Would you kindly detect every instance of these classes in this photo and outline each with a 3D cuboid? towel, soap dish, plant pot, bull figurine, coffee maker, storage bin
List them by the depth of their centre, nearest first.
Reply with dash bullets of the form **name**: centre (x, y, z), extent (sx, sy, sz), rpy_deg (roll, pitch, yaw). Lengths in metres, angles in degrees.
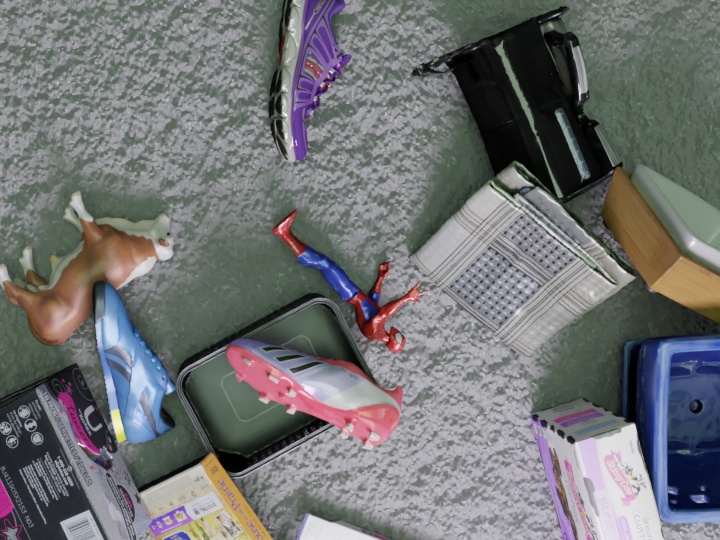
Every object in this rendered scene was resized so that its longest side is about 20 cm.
- **bull figurine**: centre (-0.302, -0.011, 1.449), extent (0.200, 0.065, 0.121), rpy_deg (-44, 93, -5)
- **soap dish**: centre (0.367, -0.021, 1.456), extent (0.199, 0.158, 0.081), rpy_deg (24, 118, -37)
- **towel**: centre (0.176, -0.005, 1.460), extent (0.192, 0.035, 0.200), rpy_deg (41, 131, -6)
- **storage bin**: centre (-0.095, 0.126, 1.464), extent (0.199, 0.094, 0.136), rpy_deg (-28, 95, -6)
- **coffee maker**: centre (0.177, -0.167, 1.470), extent (0.191, 0.135, 0.202), rpy_deg (-22, 95, -1)
- **plant pot**: centre (0.398, 0.166, 1.480), extent (0.198, 0.180, 0.202), rpy_deg (-1, 91, -7)

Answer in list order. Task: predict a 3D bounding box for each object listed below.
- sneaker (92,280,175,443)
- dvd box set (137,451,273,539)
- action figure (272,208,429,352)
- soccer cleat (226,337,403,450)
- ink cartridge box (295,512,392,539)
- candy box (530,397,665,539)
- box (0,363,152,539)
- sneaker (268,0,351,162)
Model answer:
- **sneaker**: centre (-0.248, 0.097, 1.436), extent (0.078, 0.066, 0.202), rpy_deg (-10, 117, -7)
- **dvd box set**: centre (-0.156, 0.307, 1.448), extent (0.201, 0.146, 0.029), rpy_deg (55, 42, -5)
- **action figure**: centre (0.000, 0.000, 1.483), extent (0.099, 0.065, 0.200), rpy_deg (-38, 96, 5)
- **soccer cleat**: centre (-0.048, 0.117, 1.399), extent (0.199, 0.067, 0.077), rpy_deg (28, 57, -1)
- **ink cartridge box**: centre (0.011, 0.355, 1.513), extent (0.198, 0.037, 0.096), rpy_deg (22, 90, -10)
- **candy box**: centre (0.264, 0.243, 1.456), extent (0.071, 0.200, 0.169), rpy_deg (-16, 93, -6)
- **box**: centre (-0.333, 0.224, 1.414), extent (0.131, 0.115, 0.201), rpy_deg (-24, 96, 13)
- **sneaker**: centre (-0.054, -0.219, 1.466), extent (0.083, 0.081, 0.202), rpy_deg (9, 90, -13)
